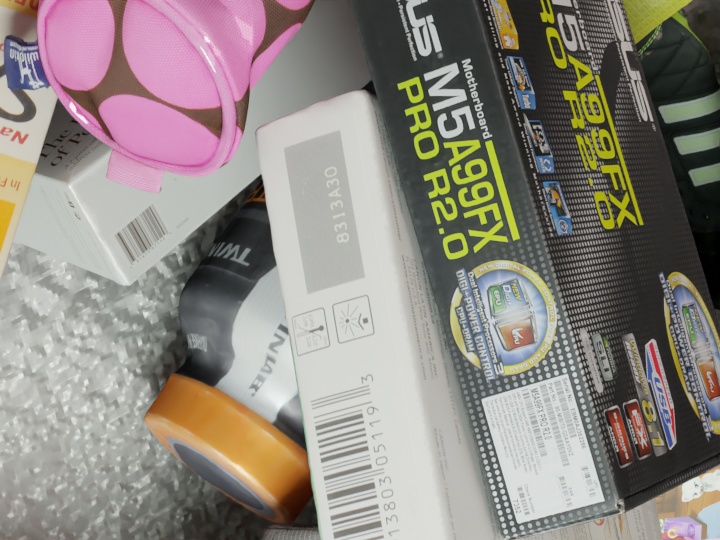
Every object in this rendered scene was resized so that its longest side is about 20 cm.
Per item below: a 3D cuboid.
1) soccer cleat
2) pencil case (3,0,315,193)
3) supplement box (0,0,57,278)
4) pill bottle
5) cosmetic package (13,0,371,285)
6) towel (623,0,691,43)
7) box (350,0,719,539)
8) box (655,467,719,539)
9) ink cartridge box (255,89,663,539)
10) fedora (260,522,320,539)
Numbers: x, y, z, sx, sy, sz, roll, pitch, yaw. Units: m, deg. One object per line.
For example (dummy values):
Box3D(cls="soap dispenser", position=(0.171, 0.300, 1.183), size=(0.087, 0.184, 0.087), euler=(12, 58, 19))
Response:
Box3D(cls="soccer cleat", position=(0.128, -0.056, 1.011), size=(0.200, 0.067, 0.081), euler=(44, 59, -40))
Box3D(cls="pencil case", position=(-0.031, -0.119, 0.782), size=(0.200, 0.090, 0.094), euler=(-53, 154, -35))
Box3D(cls="supplement box", position=(-0.157, -0.108, 0.766), size=(0.126, 0.073, 0.201), euler=(16, 92, -41))
Box3D(cls="pill bottle", position=(0.000, 0.000, 0.900), size=(0.200, 0.106, 0.106), euler=(-55, 128, -15))
Box3D(cls="cosmetic package", position=(-0.047, -0.081, 0.859), size=(0.200, 0.082, 0.051), euler=(-42, 122, -23))
Box3D(cls="towel", position=(0.110, -0.138, 0.914), size=(0.086, 0.200, 0.018), euler=(42, 30, -19))
Box3D(cls="box", position=(0.068, -0.019, 0.788), size=(0.160, 0.044, 0.201), euler=(-6, 80, -65))
Box3D(cls="box", position=(0.106, 0.134, 0.931), size=(0.136, 0.039, 0.201), euler=(-5, 108, 1))
Box3D(cls="ink cartridge box", position=(0.041, 0.037, 0.802), size=(0.200, 0.050, 0.162), euler=(20, 57, -62))
Box3D(cls="fedora", position=(0.029, 0.143, 0.853), size=(0.199, 0.177, 0.091), euler=(17, 78, -13))
